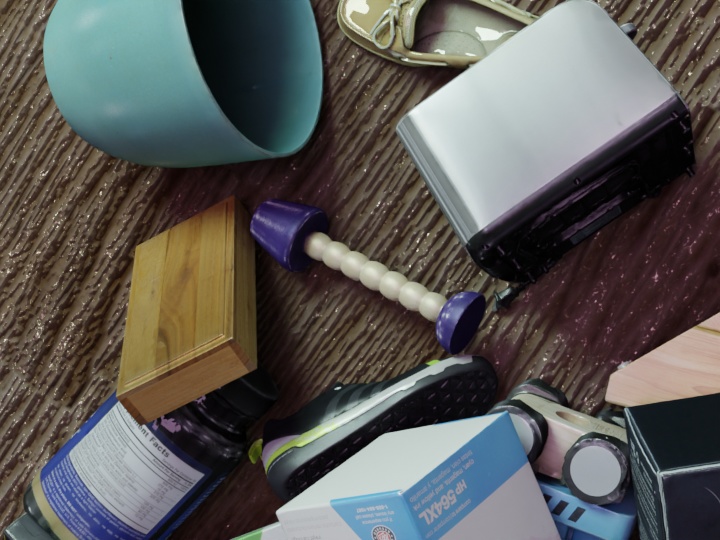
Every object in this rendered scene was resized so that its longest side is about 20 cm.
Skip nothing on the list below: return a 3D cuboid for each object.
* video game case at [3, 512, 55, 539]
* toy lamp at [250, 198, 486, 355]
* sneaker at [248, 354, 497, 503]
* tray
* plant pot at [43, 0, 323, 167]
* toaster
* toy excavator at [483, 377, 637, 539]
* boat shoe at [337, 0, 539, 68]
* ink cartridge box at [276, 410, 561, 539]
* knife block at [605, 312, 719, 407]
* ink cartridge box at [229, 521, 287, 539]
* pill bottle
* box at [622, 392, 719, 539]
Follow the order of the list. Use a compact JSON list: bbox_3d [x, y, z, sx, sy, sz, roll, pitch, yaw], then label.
[{"bbox_3d":[-0.199,0.296,1.003,0.200,0.181,0.025,40,55,16],"label":"video game case"},{"bbox_3d":[0.000,0.000,1.017,0.200,0.058,0.058,30,93,25],"label":"toy lamp"},{"bbox_3d":[0.006,0.104,1.004,0.199,0.072,0.083,-25,40,-5],"label":"sneaker"},{"bbox_3d":[-0.131,0.024,1.001,0.098,0.200,0.037,-27,122,12],"label":"tray"},{"bbox_3d":[-0.147,-0.171,1.019,0.160,0.200,0.202,-11,81,28],"label":"plant pot"},{"bbox_3d":[0.132,-0.080,0.933,0.200,0.181,0.119,-35,73,9],"label":"toaster"},{"bbox_3d":[0.159,0.204,0.950,0.194,0.100,0.201,20,104,16],"label":"toy excavator"},{"bbox_3d":[0.067,-0.191,1.017,0.200,0.063,0.073,23,93,22],"label":"boat shoe"},{"bbox_3d":[0.060,0.219,0.891,0.128,0.125,0.201,-19,97,45],"label":"ink cartridge box"},{"bbox_3d":[0.299,0.105,0.923,0.200,0.064,0.176,-31,76,11],"label":"knife block"},{"bbox_3d":[-0.045,0.290,0.970,0.145,0.084,0.201,-18,79,-11],"label":"ink cartridge box"},{"bbox_3d":[-0.161,0.141,1.028,0.200,0.112,0.112,-46,75,7],"label":"pill bottle"},{"bbox_3d":[0.284,0.181,0.825,0.199,0.124,0.198,-9,103,4],"label":"box"}]
